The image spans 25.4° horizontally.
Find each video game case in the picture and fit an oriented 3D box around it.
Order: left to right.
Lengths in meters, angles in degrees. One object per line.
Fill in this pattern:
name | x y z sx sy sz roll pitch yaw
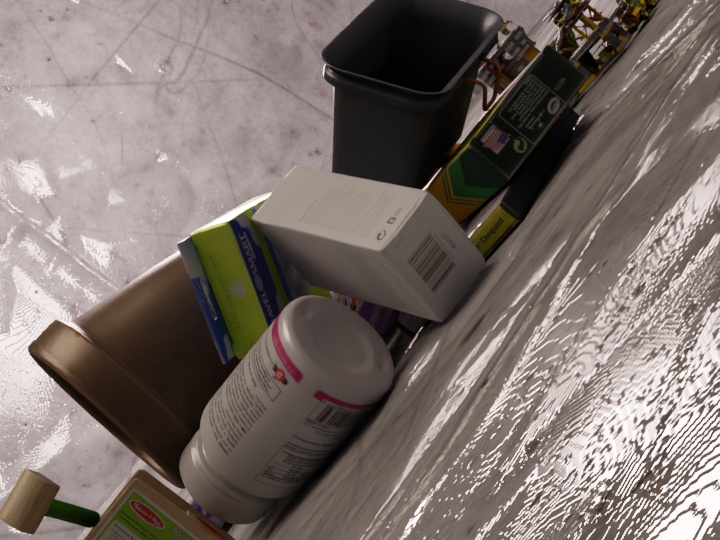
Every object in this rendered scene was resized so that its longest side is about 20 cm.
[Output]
video game case | 0.118 -0.048 1.487 0.181 0.025 0.200 -50 3 39

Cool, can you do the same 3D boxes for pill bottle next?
pill bottle | -0.069 0.126 1.393 0.200 0.113 0.113 -50 3 31

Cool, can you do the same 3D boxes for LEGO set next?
LEGO set | 0.209 -0.252 1.671 0.154 0.116 0.200 -54 3 -34

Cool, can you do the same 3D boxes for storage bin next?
storage bin | 0.052 -0.158 1.501 0.200 0.145 0.135 -54 -24 -51

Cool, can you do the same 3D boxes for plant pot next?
plant pot | -0.185 0.081 1.526 0.175 0.200 0.200 -47 1 -13

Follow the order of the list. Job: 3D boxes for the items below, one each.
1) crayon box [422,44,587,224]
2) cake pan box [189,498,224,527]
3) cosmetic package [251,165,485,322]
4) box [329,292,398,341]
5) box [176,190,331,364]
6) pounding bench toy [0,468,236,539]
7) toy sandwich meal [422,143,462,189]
crayon box | 0.125 -0.117 1.479 0.127 0.051 0.200 -52 3 -17
cake pan box | -0.138 0.219 1.896 0.184 0.052 0.200 -55 0 -5
cosmetic package | 0.004 -0.026 1.398 0.074 0.102 0.200 -51 35 -16
box | 0.000 0.000 1.568 0.200 0.039 0.137 -99 25 -53
box | -0.094 0.001 1.481 0.048 0.122 0.200 -18 8 19
pounding bench toy | -0.208 0.235 1.362 0.124 0.200 0.156 -52 3 -6
toy sandwich meal | 0.079 -0.050 1.660 0.205 0.070 0.206 18 -90 -72
